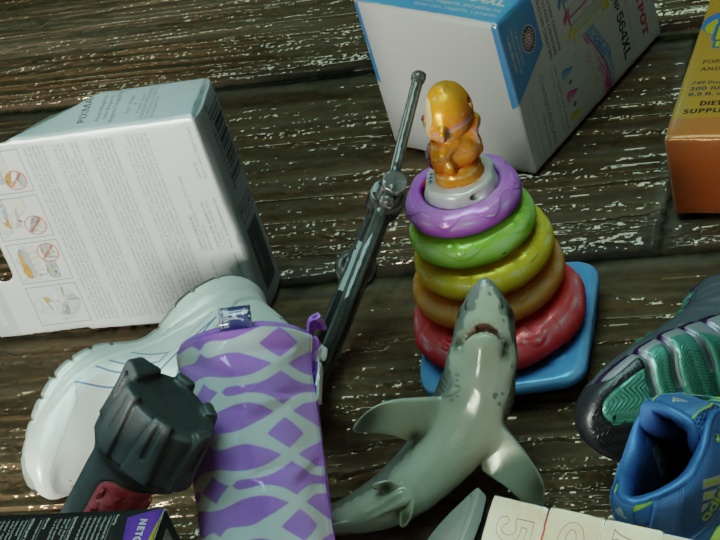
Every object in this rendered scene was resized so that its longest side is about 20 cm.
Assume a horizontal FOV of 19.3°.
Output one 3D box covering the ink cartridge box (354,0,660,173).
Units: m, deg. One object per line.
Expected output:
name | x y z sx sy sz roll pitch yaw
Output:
ink cartridge box | 0.113 -0.186 1.496 0.125 0.129 0.200 15 49 37

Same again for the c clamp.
c clamp | 0.000 0.000 1.260 0.027 0.200 0.171 19 65 -2

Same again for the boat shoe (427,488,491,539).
boat shoe | 0.053 0.186 1.100 0.074 0.060 0.200 -53 6 25

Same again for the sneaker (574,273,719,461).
sneaker | 0.196 0.048 1.221 0.200 0.075 0.087 -23 22 -21

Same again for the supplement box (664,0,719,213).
supplement box | 0.253 -0.122 1.404 0.066 0.069 0.200 0 38 21

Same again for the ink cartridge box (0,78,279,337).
ink cartridge box | -0.171 -0.038 1.403 0.199 0.163 0.057 -3 37 21

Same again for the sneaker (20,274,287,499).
sneaker | -0.121 0.077 1.313 0.200 0.075 0.087 -37 44 -21

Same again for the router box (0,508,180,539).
router box | -0.142 0.205 1.045 0.157 0.200 0.052 -4 40 18

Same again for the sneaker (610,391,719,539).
sneaker | 0.202 0.092 1.117 0.076 0.105 0.200 20 52 41

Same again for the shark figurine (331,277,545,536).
shark figurine | 0.020 0.108 1.225 0.214 0.128 0.090 -34 9 9

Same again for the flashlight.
flashlight | -0.135 0.146 1.130 0.068 0.200 0.068 21 31 -17

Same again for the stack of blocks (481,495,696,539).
stack of blocks | 0.163 0.165 1.004 0.199 0.115 0.059 10 76 25

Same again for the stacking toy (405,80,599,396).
stacking toy | 0.068 -0.027 1.250 0.109 0.200 0.116 -6 39 17

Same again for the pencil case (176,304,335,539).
pencil case | -0.046 0.123 1.133 0.085 0.084 0.201 -8 77 -2
